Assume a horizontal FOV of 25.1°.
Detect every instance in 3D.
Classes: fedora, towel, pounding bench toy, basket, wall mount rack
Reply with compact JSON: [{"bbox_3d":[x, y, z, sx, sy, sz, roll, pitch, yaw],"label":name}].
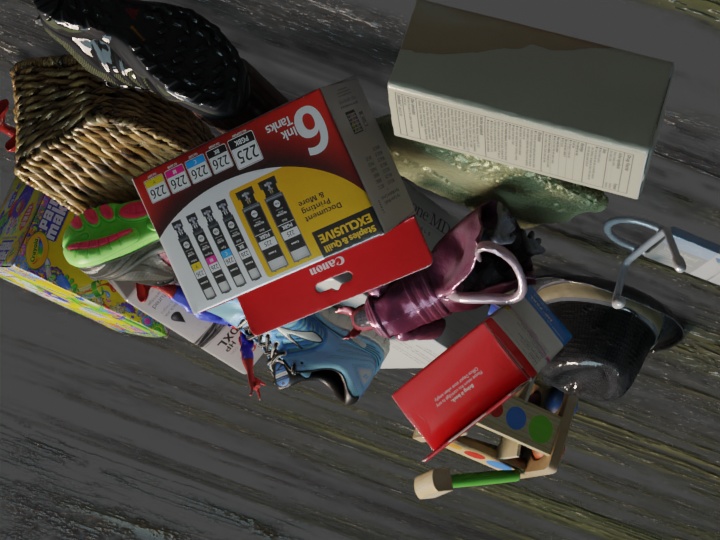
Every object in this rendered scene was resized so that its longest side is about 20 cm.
[{"bbox_3d":[0.235,0.078,1.675,0.200,0.092,0.201,17,161,6],"label":"fedora"},{"bbox_3d":[0.105,-0.090,1.416,0.199,0.037,0.148,26,160,-21],"label":"towel"},{"bbox_3d":[0.161,0.202,1.935,0.156,0.201,0.124,26,160,-18],"label":"pounding bench toy"},{"bbox_3d":[-0.226,-0.135,1.573,0.142,0.149,0.200,-31,137,22],"label":"basket"},{"bbox_3d":[0.311,0.010,1.437,0.199,0.075,0.174,20,162,-6],"label":"wall mount rack"}]

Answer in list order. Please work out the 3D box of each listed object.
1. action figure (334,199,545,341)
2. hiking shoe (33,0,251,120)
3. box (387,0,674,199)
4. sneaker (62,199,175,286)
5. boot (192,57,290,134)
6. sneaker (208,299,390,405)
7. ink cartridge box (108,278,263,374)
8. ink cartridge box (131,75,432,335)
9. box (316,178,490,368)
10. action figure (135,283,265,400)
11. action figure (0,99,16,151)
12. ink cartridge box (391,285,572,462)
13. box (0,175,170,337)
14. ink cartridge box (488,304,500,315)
[{"bbox_3d":[0.068,0.023,1.446,0.199,0.149,0.134,-28,117,17],"label":"action figure"},{"bbox_3d":[-0.184,-0.188,1.378,0.199,0.076,0.101,31,165,-5],"label":"hiking shoe"},{"bbox_3d":[0.127,-0.128,1.218,0.199,0.078,0.095,16,162,9],"label":"box"},{"bbox_3d":[-0.181,-0.032,1.546,0.199,0.077,0.084,-6,152,4],"label":"sneaker"},{"bbox_3d":[-0.104,-0.120,1.493,0.186,0.065,0.200,-15,145,43],"label":"boot"},{"bbox_3d":[-0.069,0.065,1.530,0.199,0.090,0.078,25,160,-13],"label":"sneaker"},{"bbox_3d":[-0.157,0.001,1.735,0.200,0.145,0.084,37,-176,-44],"label":"ink cartridge box"},{"bbox_3d":[-0.064,-0.043,1.379,0.199,0.176,0.084,-23,-176,26],"label":"ink cartridge box"},{"bbox_3d":[0.000,0.000,1.625,0.199,0.131,0.200,32,157,-34],"label":"box"},{"bbox_3d":[-0.135,0.061,1.664,0.065,0.099,0.200,-37,142,26],"label":"action figure"},{"bbox_3d":[-0.304,-0.123,1.686,0.065,0.052,0.200,40,-177,28],"label":"action figure"},{"bbox_3d":[0.106,0.090,1.451,0.067,0.116,0.200,51,-157,4],"label":"ink cartridge box"},{"bbox_3d":[-0.310,-0.019,1.847,0.192,0.122,0.200,26,170,-23],"label":"box"},{"bbox_3d":[0.075,0.053,1.853,0.099,0.039,0.200,31,158,-30],"label":"ink cartridge box"}]
